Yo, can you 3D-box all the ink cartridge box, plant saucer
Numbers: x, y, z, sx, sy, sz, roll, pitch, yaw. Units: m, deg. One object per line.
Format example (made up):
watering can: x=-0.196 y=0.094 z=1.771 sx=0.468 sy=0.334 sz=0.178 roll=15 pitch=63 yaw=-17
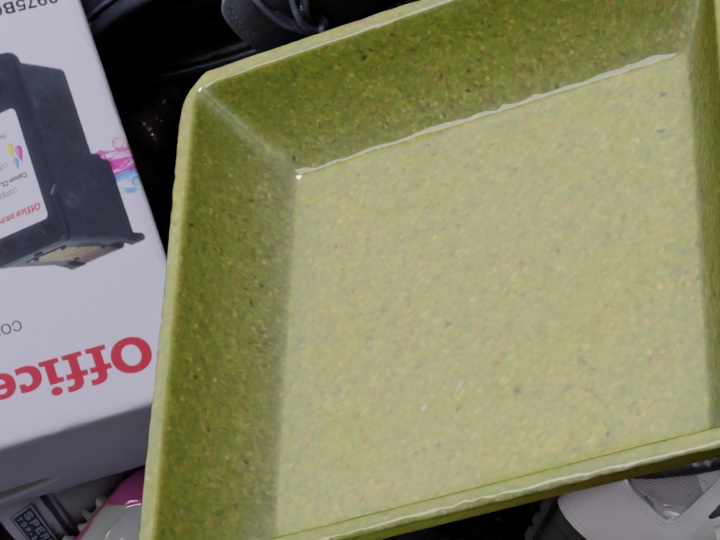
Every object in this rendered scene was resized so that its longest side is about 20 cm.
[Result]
ink cartridge box: x=-0.151 y=-0.021 z=0.823 sx=0.083 sy=0.145 sz=0.200 roll=125 pitch=127 yaw=-69
plant saucer: x=0.034 y=0.000 z=0.754 sx=0.199 sy=0.048 sz=0.200 roll=-16 pitch=50 yaw=23

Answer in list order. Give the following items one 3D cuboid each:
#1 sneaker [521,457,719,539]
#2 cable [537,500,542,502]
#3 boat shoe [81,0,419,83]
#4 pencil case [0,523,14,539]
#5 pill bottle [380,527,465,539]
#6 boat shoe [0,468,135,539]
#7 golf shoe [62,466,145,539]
sneaker: x=0.128 y=0.071 z=0.732 sx=0.200 sy=0.074 sz=0.089 roll=-42 pitch=59 yaw=23
cable: x=0.000 y=0.000 z=0.852 sx=0.200 sy=0.051 sz=0.164 roll=1 pitch=82 yaw=36
boat shoe: x=-0.019 y=-0.102 z=0.840 sx=0.200 sy=0.075 sz=0.062 roll=-6 pitch=62 yaw=31
pencil case: x=-0.227 y=0.133 z=0.972 sx=0.200 sy=0.087 sz=0.083 roll=-17 pitch=39 yaw=32
pill bottle: x=-0.017 y=0.180 z=0.793 sx=0.112 sy=0.112 sz=0.201 roll=18 pitch=92 yaw=36
boat shoe: x=-0.148 y=0.029 z=0.949 sx=0.065 sy=0.074 sz=0.200 roll=-37 pitch=55 yaw=-6
golf shoe: x=-0.086 y=0.170 z=0.879 sx=0.091 sy=0.075 sz=0.201 roll=24 pitch=98 yaw=21
